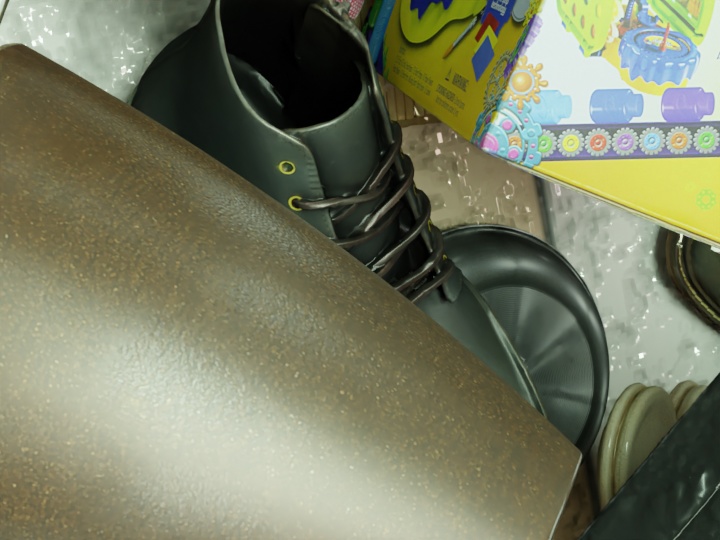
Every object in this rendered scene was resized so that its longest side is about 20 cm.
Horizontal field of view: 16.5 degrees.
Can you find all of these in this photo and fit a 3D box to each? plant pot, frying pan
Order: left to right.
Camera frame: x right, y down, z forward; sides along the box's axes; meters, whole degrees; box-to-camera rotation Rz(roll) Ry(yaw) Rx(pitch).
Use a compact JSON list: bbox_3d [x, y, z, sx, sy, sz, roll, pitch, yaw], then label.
[{"bbox_3d":[-0.043,0.057,0.723,0.199,0.187,0.188,22,84,5],"label":"plant pot"},{"bbox_3d":[0.030,0.010,0.893,0.115,0.031,0.191,-35,112,-20],"label":"frying pan"}]

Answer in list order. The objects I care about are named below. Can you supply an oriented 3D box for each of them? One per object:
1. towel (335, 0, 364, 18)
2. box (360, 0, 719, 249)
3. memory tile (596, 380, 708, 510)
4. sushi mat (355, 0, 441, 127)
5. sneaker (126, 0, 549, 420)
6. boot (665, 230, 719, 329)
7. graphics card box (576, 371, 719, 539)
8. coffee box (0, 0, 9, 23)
[{"bbox_3d":[-0.010,-0.178,0.763,0.030,0.200,0.147,16,77,18],"label":"towel"},{"bbox_3d":[0.103,-0.120,0.755,0.121,0.200,0.194,21,97,-14],"label":"box"},{"bbox_3d":[0.118,0.114,0.889,0.200,0.017,0.154,2,93,-63],"label":"memory tile"},{"bbox_3d":[0.017,-0.151,0.879,0.095,0.012,0.201,-8,97,-24],"label":"sushi mat"},{"bbox_3d":[0.000,0.000,0.794,0.075,0.106,0.200,-40,87,-25],"label":"sneaker"},{"bbox_3d":[0.217,0.013,0.945,0.199,0.097,0.075,16,88,-26],"label":"boot"},{"bbox_3d":[0.141,0.084,0.792,0.126,0.051,0.200,-50,154,7],"label":"graphics card box"},{"bbox_3d":[-0.136,-0.146,0.749,0.079,0.113,0.201,21,84,-23],"label":"coffee box"}]
